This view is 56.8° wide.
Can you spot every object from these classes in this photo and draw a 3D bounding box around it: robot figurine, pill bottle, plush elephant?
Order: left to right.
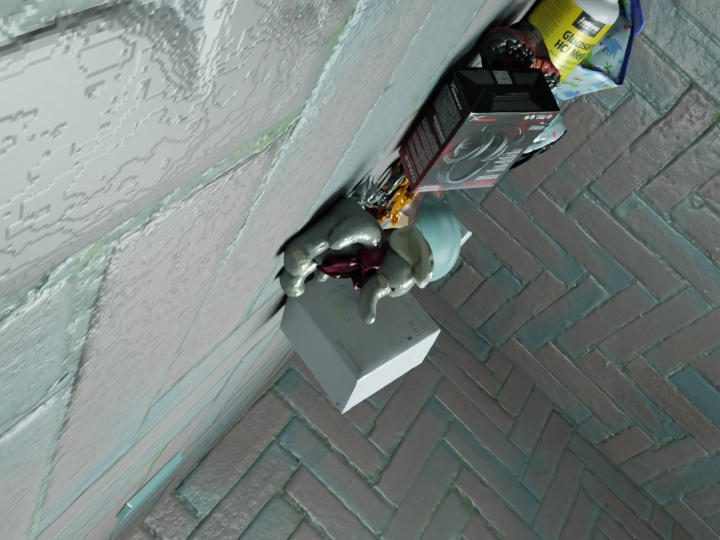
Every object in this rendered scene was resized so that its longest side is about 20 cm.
[{"bbox_3d":[0.005,-0.009,0.875,0.200,0.155,0.165,-46,177,-23],"label":"plush elephant"},{"bbox_3d":[0.063,-0.128,1.115,0.145,0.058,0.200,-47,177,-36],"label":"robot figurine"},{"bbox_3d":[0.326,-0.391,1.040,0.112,0.112,0.201,-44,175,-47],"label":"pill bottle"}]

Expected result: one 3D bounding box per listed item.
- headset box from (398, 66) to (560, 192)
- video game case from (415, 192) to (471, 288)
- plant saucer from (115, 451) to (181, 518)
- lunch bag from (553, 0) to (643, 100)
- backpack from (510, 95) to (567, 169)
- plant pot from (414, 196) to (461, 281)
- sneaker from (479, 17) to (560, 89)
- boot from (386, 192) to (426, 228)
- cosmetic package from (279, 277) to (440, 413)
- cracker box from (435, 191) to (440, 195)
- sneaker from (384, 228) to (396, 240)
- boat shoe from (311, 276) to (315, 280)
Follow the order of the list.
[{"bbox_3d":[0.153,-0.185,0.923,0.146,0.078,0.200,-7,155,-26],"label":"headset box"},{"bbox_3d":[0.151,-0.091,1.641,0.182,0.201,0.023,-48,149,15],"label":"video game case"},{"bbox_3d":[-0.501,0.515,1.594,0.070,0.019,0.200,-50,178,31],"label":"plant saucer"},{"bbox_3d":[0.399,-0.423,1.184,0.169,0.125,0.204,9,-95,67],"label":"lunch bag"},{"bbox_3d":[0.266,-0.266,1.194,0.166,0.128,0.199,-40,-153,-19],"label":"backpack"},{"bbox_3d":[0.115,-0.073,1.543,0.133,0.202,0.201,-2,140,-52],"label":"plant pot"},{"bbox_3d":[0.211,-0.305,0.923,0.070,0.100,0.199,-27,164,32],"label":"sneaker"},{"bbox_3d":[0.118,-0.160,1.350,0.167,0.072,0.200,-47,174,25],"label":"boot"},{"bbox_3d":[-0.004,0.102,1.177,0.198,0.200,0.124,-27,155,-31],"label":"cosmetic package"},{"bbox_3d":[0.127,-0.142,1.859,0.134,0.058,0.201,-46,175,-47],"label":"cracker box"},{"bbox_3d":[0.048,-0.052,1.465,0.098,0.072,0.200,-31,180,-12],"label":"sneaker"},{"bbox_3d":[-0.018,-0.023,1.272,0.201,0.060,0.076,-50,176,23],"label":"boat shoe"}]
